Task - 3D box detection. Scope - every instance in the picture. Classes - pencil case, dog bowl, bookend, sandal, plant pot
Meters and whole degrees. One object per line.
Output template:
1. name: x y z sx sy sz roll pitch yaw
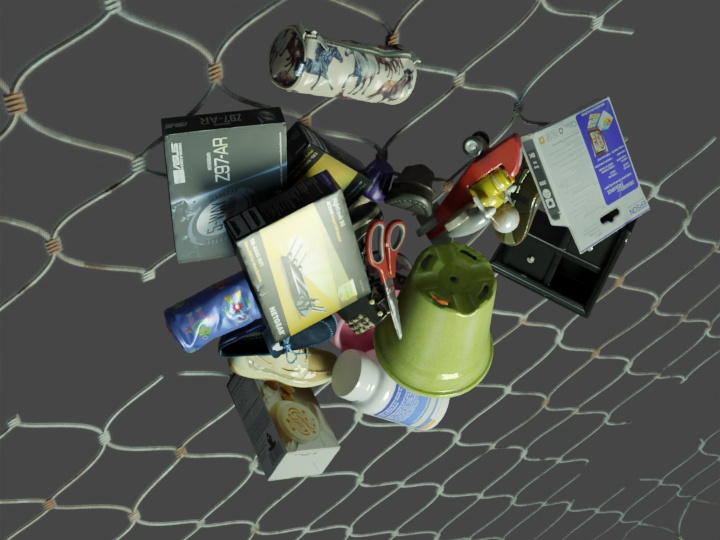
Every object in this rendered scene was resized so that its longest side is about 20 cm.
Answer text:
1. pencil case: -0.018 -0.265 1.342 0.197 0.079 0.089 0 154 -37
2. dog bowl: 0.016 0.063 1.771 0.197 0.074 0.202 -20 143 -16
3. pencil case: -0.199 0.055 1.586 0.198 0.078 0.088 -27 112 -6
4. bookend: 0.345 -0.056 1.766 0.092 0.196 0.202 -51 165 -47
5. sandal: 0.283 -0.136 1.723 0.054 0.081 0.203 -22 134 -55
6. plant pot: 0.129 0.063 1.605 0.197 0.202 0.185 -17 148 -20

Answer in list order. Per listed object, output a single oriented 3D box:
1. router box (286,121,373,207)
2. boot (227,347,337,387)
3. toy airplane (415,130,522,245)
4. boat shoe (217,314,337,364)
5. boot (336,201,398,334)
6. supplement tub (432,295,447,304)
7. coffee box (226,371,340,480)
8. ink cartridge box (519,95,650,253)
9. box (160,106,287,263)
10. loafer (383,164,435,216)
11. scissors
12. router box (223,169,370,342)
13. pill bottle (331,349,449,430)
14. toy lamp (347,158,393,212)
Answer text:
1. router box: -0.100 -0.101 1.500 0.200 0.053 0.156 -45 144 17
2. boot: -0.107 0.113 1.725 0.197 0.073 0.157 10 128 -23
3. toy airplane: 0.180 -0.100 1.618 0.201 0.140 0.200 -51 175 -23
4. boat shoe: -0.129 0.112 1.615 0.197 0.069 0.085 -15 115 24
5. boot: 0.000 0.000 1.554 0.199 0.151 0.073 -38 -169 35
6. supplement tub: 0.147 0.085 1.857 0.121 0.123 0.202 -15 142 -23
7. coffee box: -0.133 0.247 1.766 0.113 0.201 0.080 3 134 -39
8. ink cartridge box: 0.359 -0.152 1.650 0.197 0.203 0.043 -27 -173 -35
9. box: -0.176 -0.112 1.376 0.157 0.044 0.203 -7 128 -13
10. loafer: 0.075 -0.125 1.541 0.072 0.200 0.073 17 94 -4
11. scissors: 0.035 0.017 1.516 0.072 0.014 0.204 -18 120 -37
12. router box: -0.081 -0.016 1.410 0.155 0.052 0.202 -28 135 -10
13. pill bottle: 0.050 0.200 1.791 0.198 0.113 0.112 23 120 -36
14. toy lamp: -0.010 -0.084 1.588 0.057 0.059 0.201 1 135 -38
